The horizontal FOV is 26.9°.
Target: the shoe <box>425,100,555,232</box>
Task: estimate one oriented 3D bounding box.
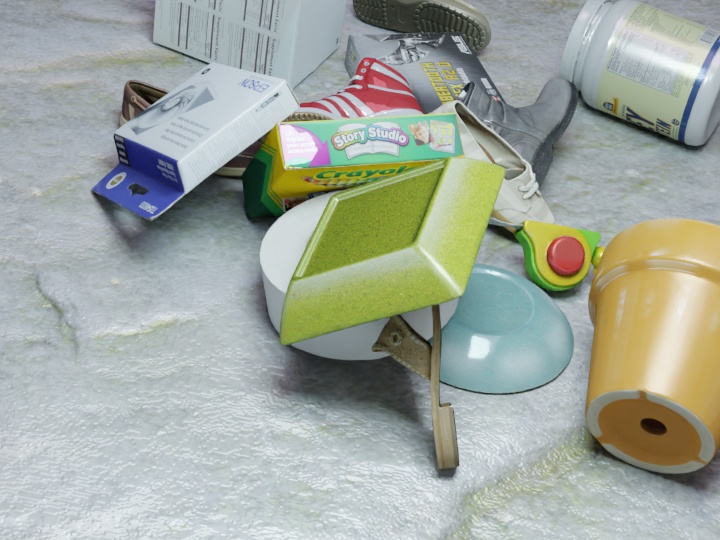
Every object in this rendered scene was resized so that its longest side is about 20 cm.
[{"bbox_3d":[0.152,-0.110,1.677,0.200,0.053,0.070,43,38,-11],"label":"shoe"}]

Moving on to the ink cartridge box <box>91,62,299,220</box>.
[{"bbox_3d":[-0.187,-0.143,1.598,0.200,0.041,0.199,-40,28,-16],"label":"ink cartridge box"}]

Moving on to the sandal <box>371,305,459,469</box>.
[{"bbox_3d":[0.045,0.080,1.399,0.069,0.078,0.213,-7,83,3],"label":"sandal"}]

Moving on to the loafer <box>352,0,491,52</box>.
[{"bbox_3d":[0.089,-0.352,2.021,0.199,0.076,0.068,22,45,16],"label":"loafer"}]

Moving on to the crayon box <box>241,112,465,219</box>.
[{"bbox_3d":[-0.011,-0.111,1.617,0.199,0.173,0.059,-5,78,-18],"label":"crayon box"}]

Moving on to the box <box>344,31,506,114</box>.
[{"bbox_3d":[0.082,-0.228,1.884,0.157,0.049,0.200,-3,39,-17],"label":"box"}]

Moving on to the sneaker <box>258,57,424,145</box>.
[{"bbox_3d":[-0.028,-0.185,1.712,0.199,0.071,0.113,-1,46,-15],"label":"sneaker"}]

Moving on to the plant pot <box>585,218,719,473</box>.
[{"bbox_3d":[0.300,0.084,1.440,0.199,0.201,0.184,19,55,12],"label":"plant pot"}]

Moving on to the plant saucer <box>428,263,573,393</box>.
[{"bbox_3d":[0.126,0.045,1.556,0.200,0.039,0.202,6,37,-5],"label":"plant saucer"}]

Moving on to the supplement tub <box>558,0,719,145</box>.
[{"bbox_3d":[0.366,-0.256,1.904,0.199,0.146,0.145,24,40,18],"label":"supplement tub"}]

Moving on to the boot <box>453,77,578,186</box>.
[{"bbox_3d":[0.176,-0.186,1.776,0.131,0.070,0.200,33,48,-10],"label":"boot"}]

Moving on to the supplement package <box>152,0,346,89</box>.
[{"bbox_3d":[-0.136,-0.350,1.906,0.199,0.151,0.152,22,39,15],"label":"supplement package"}]

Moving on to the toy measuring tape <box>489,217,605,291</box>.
[{"bbox_3d":[0.176,-0.018,1.615,0.199,0.074,0.074,8,37,-11],"label":"toy measuring tape"}]

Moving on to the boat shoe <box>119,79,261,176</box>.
[{"bbox_3d":[-0.186,-0.169,1.729,0.199,0.072,0.072,22,39,15],"label":"boat shoe"}]

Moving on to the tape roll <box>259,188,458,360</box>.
[{"bbox_3d":[0.000,0.000,1.526,0.201,0.071,0.203,-5,37,4],"label":"tape roll"}]

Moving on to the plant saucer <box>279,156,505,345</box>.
[{"bbox_3d":[0.021,-0.031,1.402,0.199,0.048,0.200,-16,31,30],"label":"plant saucer"}]
